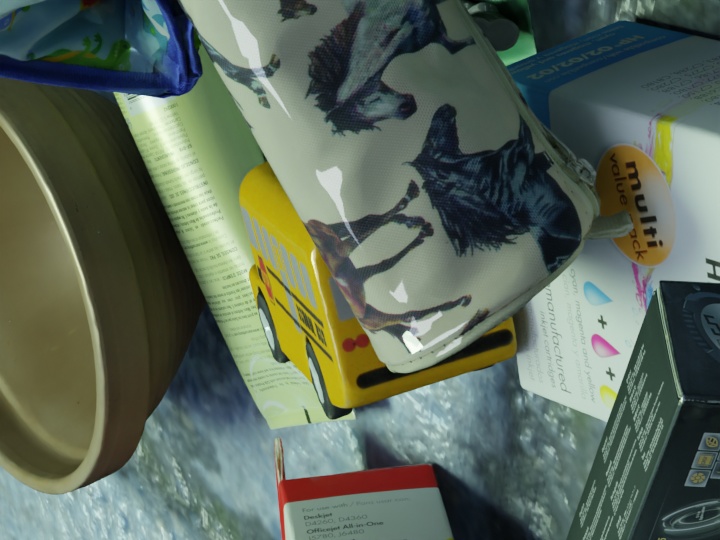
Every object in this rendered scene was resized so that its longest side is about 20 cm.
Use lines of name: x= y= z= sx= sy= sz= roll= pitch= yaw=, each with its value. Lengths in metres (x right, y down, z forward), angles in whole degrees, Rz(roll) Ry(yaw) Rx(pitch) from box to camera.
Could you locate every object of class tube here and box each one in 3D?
tube: x=-0.057 y=-0.027 z=1.218 sx=0.058 sy=0.052 sz=0.201 roll=-44 pitch=-68 yaw=-77

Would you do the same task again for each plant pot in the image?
plant pot: x=-0.129 y=-0.009 z=1.296 sx=0.201 sy=0.092 sz=0.202 roll=37 pitch=137 yaw=44

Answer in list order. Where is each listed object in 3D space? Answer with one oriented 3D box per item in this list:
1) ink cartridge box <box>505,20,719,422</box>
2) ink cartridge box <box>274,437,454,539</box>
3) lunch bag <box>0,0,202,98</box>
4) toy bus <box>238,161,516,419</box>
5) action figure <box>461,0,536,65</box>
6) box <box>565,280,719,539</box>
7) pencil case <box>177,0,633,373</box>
ink cartridge box: x=0.127 y=-0.002 z=0.905 sx=0.200 sy=0.068 sz=0.116 roll=19 pitch=125 yaw=53
ink cartridge box: x=0.009 y=0.157 z=1.153 sx=0.200 sy=0.067 sz=0.117 roll=-106 pitch=11 yaw=-62
lunch bag: x=-0.116 y=-0.161 z=0.970 sx=0.127 sy=0.200 sz=0.171 roll=-13 pitch=71 yaw=24
toy bus: x=0.000 y=0.000 z=1.053 sx=0.200 sy=0.065 sz=0.079 roll=-140 pitch=33 yaw=-76
action figure: x=-0.005 y=-0.103 z=1.079 sx=0.200 sy=0.054 sz=0.119 roll=35 pitch=139 yaw=50
box: x=0.141 y=0.091 z=0.850 sx=0.201 sy=0.159 sz=0.044 roll=103 pitch=166 yaw=-45
pencil case: x=-0.001 y=-0.074 z=0.890 sx=0.201 sy=0.089 sz=0.078 roll=60 pitch=180 yaw=-7
